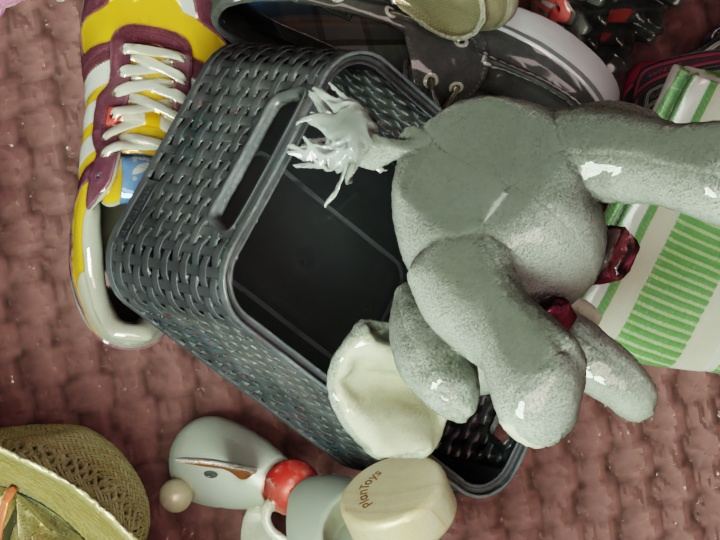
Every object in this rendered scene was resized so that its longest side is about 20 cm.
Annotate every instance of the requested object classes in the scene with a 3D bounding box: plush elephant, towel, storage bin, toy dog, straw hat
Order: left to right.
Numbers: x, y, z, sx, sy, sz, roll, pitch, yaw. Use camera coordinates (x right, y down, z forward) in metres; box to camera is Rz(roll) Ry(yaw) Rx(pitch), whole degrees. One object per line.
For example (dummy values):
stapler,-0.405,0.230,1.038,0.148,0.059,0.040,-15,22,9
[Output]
straw hat,-0.148,0.117,1.362,0.201,0.201,0.085,43,48,-12
toy dog,-0.032,0.130,1.330,0.096,0.200,0.132,-35,104,-28
storage bin,0.000,0.000,1.330,0.200,0.094,0.135,38,72,-35
plush elephant,0.067,0.010,1.237,0.165,0.200,0.155,-52,147,-20
towel,0.188,-0.019,1.379,0.200,0.023,0.153,7,115,-42

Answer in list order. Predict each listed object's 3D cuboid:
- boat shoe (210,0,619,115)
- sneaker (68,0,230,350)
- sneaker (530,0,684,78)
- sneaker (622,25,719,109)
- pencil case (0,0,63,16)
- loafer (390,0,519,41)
boat shoe,0.022,-0.097,1.360,0.200,0.070,0.066,26,49,-7
sneaker,-0.096,-0.063,1.354,0.075,0.090,0.200,1,97,-9
sneaker,0.118,-0.183,1.384,0.071,0.098,0.201,-6,127,-43
sneaker,0.221,-0.107,1.413,0.200,0.075,0.081,-25,143,-16
pencil case,-0.169,-0.148,1.279,0.083,0.200,0.087,-12,91,-26
loafer,-0.012,-0.165,1.288,0.200,0.076,0.068,43,62,-20
